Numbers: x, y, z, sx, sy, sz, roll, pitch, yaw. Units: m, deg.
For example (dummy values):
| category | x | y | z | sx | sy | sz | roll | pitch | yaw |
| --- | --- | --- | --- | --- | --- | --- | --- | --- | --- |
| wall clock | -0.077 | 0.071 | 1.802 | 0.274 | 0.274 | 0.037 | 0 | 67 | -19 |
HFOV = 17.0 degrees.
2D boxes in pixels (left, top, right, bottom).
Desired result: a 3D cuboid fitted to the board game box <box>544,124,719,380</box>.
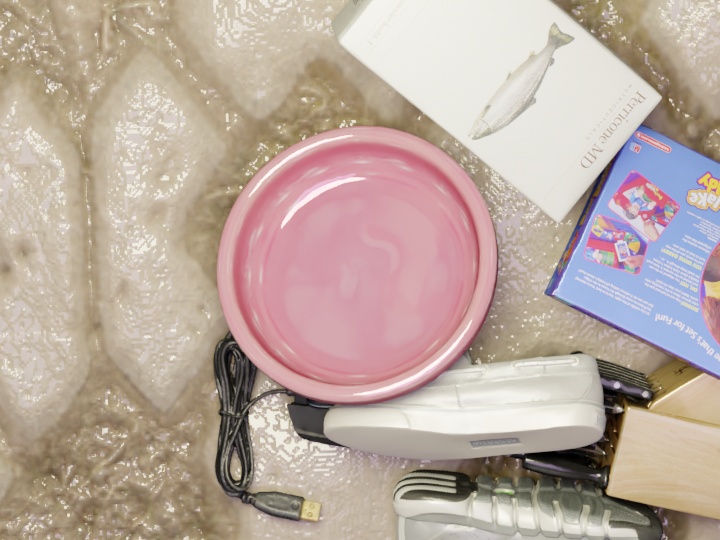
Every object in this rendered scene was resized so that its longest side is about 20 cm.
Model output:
| category | x | y | z | sx | sy | sz | roll | pitch | yaw |
| --- | --- | --- | --- | --- | --- | --- | --- | --- | --- |
| board game box | 0.247 | 0.000 | 1.687 | 0.199 | 0.045 | 0.135 | 26 | 89 | -4 |

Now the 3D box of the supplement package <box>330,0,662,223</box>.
| category | x | y | z | sx | sy | sz | roll | pitch | yaw |
| --- | --- | --- | --- | --- | --- | --- | --- | --- | --- |
| supplement package | 0.092 | -0.146 | 1.665 | 0.200 | 0.117 | 0.117 | 38 | 96 | -9 |

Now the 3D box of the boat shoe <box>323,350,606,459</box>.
| category | x | y | z | sx | sy | sz | roll | pitch | yaw |
| --- | --- | --- | --- | --- | --- | --- | --- | --- | --- |
| boat shoe | 0.073 | 0.089 | 1.696 | 0.198 | 0.072 | 0.069 | -6 | 65 | 16 |

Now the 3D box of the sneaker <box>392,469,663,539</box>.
| category | x | y | z | sx | sy | sz | roll | pitch | yaw |
| --- | --- | --- | --- | --- | --- | --- | --- | --- | --- |
| sneaker | 0.119 | 0.215 | 1.772 | 0.198 | 0.075 | 0.116 | 7 | 107 | 7 |

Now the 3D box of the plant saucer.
| category | x | y | z | sx | sy | sz | roll | pitch | yaw |
| --- | --- | --- | --- | --- | --- | --- | --- | --- | --- |
| plant saucer | 0.000 | 0.000 | 1.692 | 0.199 | 0.051 | 0.202 | -3 | 72 | 10 |

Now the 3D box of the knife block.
| category | x | y | z | sx | sy | sz | roll | pitch | yaw |
| --- | --- | --- | --- | --- | --- | --- | --- | --- | --- |
| knife block | 0.210 | 0.141 | 1.757 | 0.175 | 0.064 | 0.201 | -32 | 101 | 6 |

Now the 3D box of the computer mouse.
| category | x | y | z | sx | sy | sz | roll | pitch | yaw |
| --- | --- | --- | --- | --- | --- | --- | --- | --- | --- |
| computer mouse | -0.013 | 0.121 | 1.754 | 0.198 | 0.046 | 0.142 | 6 | 101 | -3 |
